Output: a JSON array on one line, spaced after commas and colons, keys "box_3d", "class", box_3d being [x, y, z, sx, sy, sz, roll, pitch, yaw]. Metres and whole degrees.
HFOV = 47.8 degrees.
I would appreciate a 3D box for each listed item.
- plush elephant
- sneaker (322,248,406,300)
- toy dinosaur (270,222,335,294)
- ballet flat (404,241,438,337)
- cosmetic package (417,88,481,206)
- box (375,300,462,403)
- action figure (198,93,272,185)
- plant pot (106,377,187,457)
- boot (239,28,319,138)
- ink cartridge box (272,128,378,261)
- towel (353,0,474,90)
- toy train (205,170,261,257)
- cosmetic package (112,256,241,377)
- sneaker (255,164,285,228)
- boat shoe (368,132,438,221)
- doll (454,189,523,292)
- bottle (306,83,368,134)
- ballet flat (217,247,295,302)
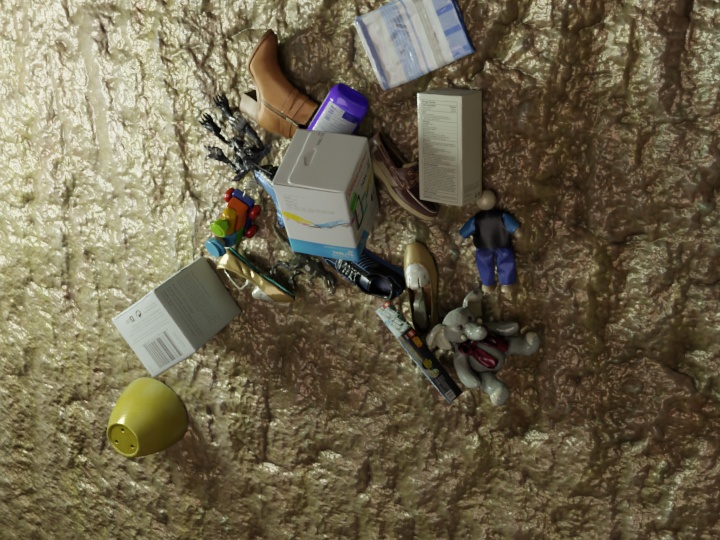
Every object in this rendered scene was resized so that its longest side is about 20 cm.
[{"box_3d": [0.223, 0.133, 1.579, 0.199, 0.165, 0.155, 23, 159, 52], "class": "plush elephant"}, {"box_3d": [0.000, 0.000, 1.690, 0.199, 0.078, 0.071, 22, 120, 14], "class": "sneaker"}, {"box_3d": [-0.141, -0.011, 1.761, 0.200, 0.048, 0.088, 43, 113, -14], "class": "toy dinosaur"}, {"box_3d": [0.125, 0.043, 1.660, 0.068, 0.063, 0.202, -4, 110, 24], "class": "ballet flat"}, {"box_3d": [0.165, -0.228, 1.498, 0.103, 0.073, 0.202, 15, 116, 38], "class": "cosmetic package"}, {"box_3d": [0.118, 0.164, 1.644, 0.040, 0.137, 0.200, -39, 117, -2], "class": "box"}, {"box_3d": [-0.260, -0.261, 1.643, 0.119, 0.102, 0.200, -44, 62, 12], "class": "action figure"}, {"box_3d": [-0.568, 0.398, 2.092, 0.198, 0.142, 0.202, 9, 115, 21], "class": "plant pot"}, {"box_3d": [-0.153, -0.358, 1.603, 0.155, 0.077, 0.201, 30, 124, 12], "class": "boot"}, {"box_3d": [-0.062, -0.143, 1.551, 0.145, 0.148, 0.201, 10, 146, 16], "class": "ink cartridge box"}, {"box_3d": [0.095, -0.430, 1.489, 0.199, 0.024, 0.148, -16, 105, 29], "class": "towel"}, {"box_3d": [-0.272, -0.119, 1.711, 0.084, 0.116, 0.201, 33, 144, 8], "class": "toy train"}, {"box_3d": [-0.416, 0.104, 1.857, 0.164, 0.200, 0.166, -30, 99, 32], "class": "cosmetic package"}, {"box_3d": [-0.159, -0.135, 1.705, 0.200, 0.079, 0.089, 49, 120, -2], "class": "sneaker"}, {"box_3d": [0.087, -0.184, 1.576, 0.200, 0.072, 0.072, 49, 124, 6], "class": "boat shoe"}, {"box_3d": [0.249, -0.057, 1.567, 0.135, 0.048, 0.202, -1, 112, 24], "class": "doll"}, {"box_3d": [-0.064, -0.269, 1.605, 0.083, 0.066, 0.200, 28, 124, -12], "class": "bottle"}, {"box_3d": [-0.235, 0.027, 1.807, 0.199, 0.069, 0.063, 35, 87, 15], "class": "ballet flat"}]
